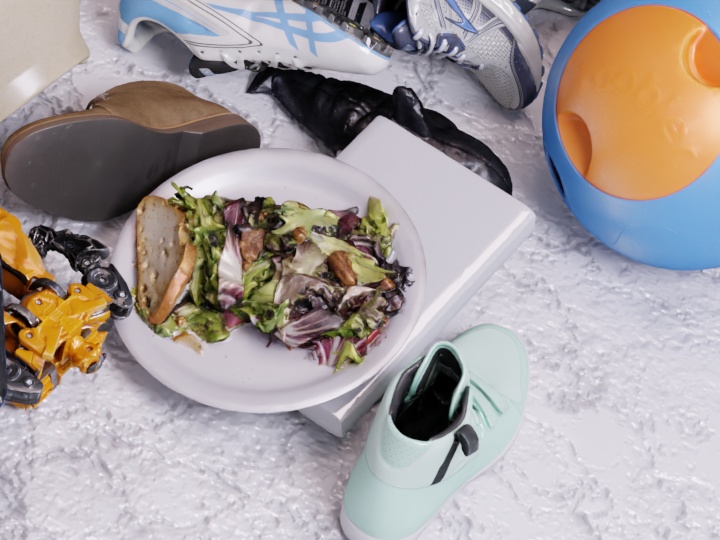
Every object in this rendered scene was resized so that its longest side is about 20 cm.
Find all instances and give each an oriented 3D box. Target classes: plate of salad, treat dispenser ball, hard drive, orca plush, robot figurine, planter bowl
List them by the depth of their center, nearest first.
[{"bbox_3d":[-0.237,0.007,1.475,0.199,0.058,0.145,34,48,12],"label":"robot figurine"},{"bbox_3d":[-0.058,-0.002,1.505,0.198,0.048,0.201,-1,54,1],"label":"plate of salad"},{"bbox_3d":[-0.256,-0.154,1.537,0.135,0.200,0.200,54,48,-7],"label":"planter bowl"},{"bbox_3d":[0.000,0.000,1.547,0.131,0.026,0.200,33,61,22],"label":"hard drive"},{"bbox_3d":[0.222,-0.101,1.644,0.199,0.202,0.202,10,47,-12],"label":"treat dispenser ball"},{"bbox_3d":[0.023,-0.111,1.667,0.200,0.071,0.105,42,49,17],"label":"orca plush"}]

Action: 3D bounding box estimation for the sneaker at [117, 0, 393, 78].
[{"bbox_3d":[-0.072,-0.158,1.655,0.198,0.073,0.072,16,3,18],"label":"sneaker"}]

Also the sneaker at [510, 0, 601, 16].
[{"bbox_3d":[0.172,-0.228,1.842,0.199,0.073,0.071,-17,83,-32],"label":"sneaker"}]

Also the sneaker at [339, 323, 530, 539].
[{"bbox_3d":[0.063,0.075,1.486,0.073,0.119,0.201,30,45,9],"label":"sneaker"}]

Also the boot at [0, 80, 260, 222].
[{"bbox_3d":[-0.161,-0.083,1.573,0.199,0.074,0.075,-8,40,-46],"label":"boot"}]

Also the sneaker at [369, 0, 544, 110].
[{"bbox_3d":[0.049,-0.178,1.706,0.200,0.077,0.085,49,67,-24],"label":"sneaker"}]

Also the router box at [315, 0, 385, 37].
[{"bbox_3d":[0.012,-0.263,1.811,0.149,0.051,0.200,37,49,15],"label":"router box"}]

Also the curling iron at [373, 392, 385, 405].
[{"bbox_3d":[-0.020,0.009,1.576,0.049,0.026,0.201,-5,53,-16],"label":"curling iron"}]

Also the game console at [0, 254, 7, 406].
[{"bbox_3d":[-0.309,0.003,1.362,0.198,0.119,0.172,-13,51,4],"label":"game console"}]
